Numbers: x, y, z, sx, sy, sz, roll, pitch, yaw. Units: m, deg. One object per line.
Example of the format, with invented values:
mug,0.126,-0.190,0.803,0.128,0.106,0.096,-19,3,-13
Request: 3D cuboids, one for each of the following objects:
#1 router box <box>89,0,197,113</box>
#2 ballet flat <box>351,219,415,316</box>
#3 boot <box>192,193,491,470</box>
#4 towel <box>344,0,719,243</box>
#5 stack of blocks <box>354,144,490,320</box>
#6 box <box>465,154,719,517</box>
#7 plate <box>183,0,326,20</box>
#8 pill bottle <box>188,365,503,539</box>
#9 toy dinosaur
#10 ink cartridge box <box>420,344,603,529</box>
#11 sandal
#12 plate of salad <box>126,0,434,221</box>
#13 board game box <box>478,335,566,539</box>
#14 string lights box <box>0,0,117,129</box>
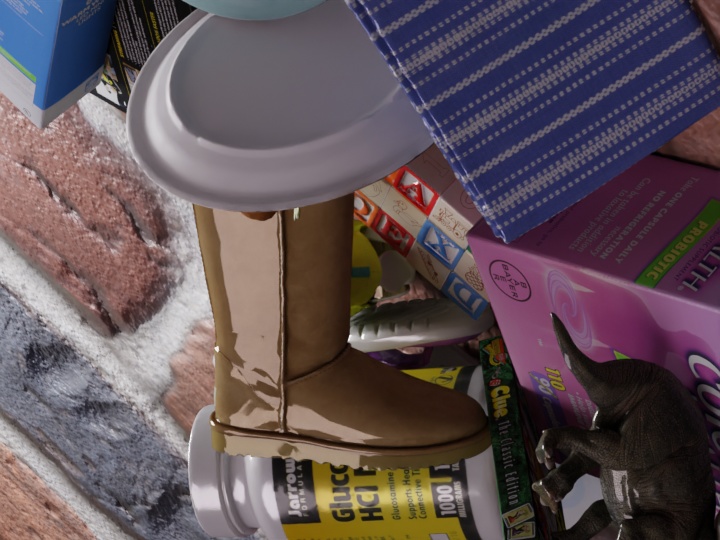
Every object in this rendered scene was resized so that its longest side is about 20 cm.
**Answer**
router box,-0.134,-0.173,1.346,0.149,0.051,0.200,30,148,31
ballet flat,0.000,0.000,1.336,0.200,0.067,0.067,-13,-80,-82
boot,-0.012,0.009,1.205,0.175,0.066,0.200,1,107,5
towel,0.077,-0.129,1.038,0.200,0.145,0.024,57,-179,-21
stack of blocks,0.025,-0.076,1.250,0.200,0.059,0.115,41,153,7
box,0.180,0.040,1.153,0.200,0.097,0.176,17,141,41
plate,-0.071,-0.226,1.114,0.200,0.026,0.201,10,113,23
pill bottle,-0.001,0.120,1.341,0.200,0.113,0.113,-5,132,16
toy dinosaur,0.143,0.098,1.093,0.200,0.102,0.077,62,162,-11
ink cartridge box,0.052,0.169,1.401,0.160,0.200,0.047,39,180,11
sandal,0.000,0.054,1.394,0.202,0.082,0.050,-8,103,30
plate of salad,-0.027,-0.097,1.142,0.200,0.200,0.048,23,148,37
board game box,0.096,0.132,1.198,0.023,0.200,0.105,-15,122,7
string lights box,-0.203,-0.182,1.310,0.103,0.059,0.200,44,153,9
